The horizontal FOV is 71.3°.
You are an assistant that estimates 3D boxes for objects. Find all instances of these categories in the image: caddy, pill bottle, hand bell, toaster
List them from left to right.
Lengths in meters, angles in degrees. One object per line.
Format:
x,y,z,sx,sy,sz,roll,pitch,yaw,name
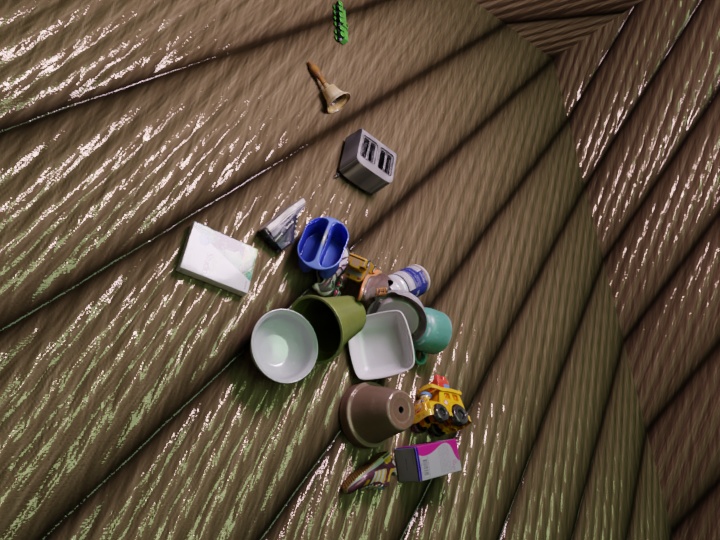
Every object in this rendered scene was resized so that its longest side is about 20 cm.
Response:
-0.117,-0.075,1.552,0.141,0.105,0.200,17,57,-1,caddy
-0.136,-0.693,1.853,0.104,0.104,0.200,-29,81,-44,hand bell
0.023,-0.392,1.831,0.181,0.119,0.200,29,56,-29,toaster
0.145,0.058,1.758,0.200,0.116,0.116,-22,88,-43,pill bottle

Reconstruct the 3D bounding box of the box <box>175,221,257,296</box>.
-0.388,-0.030,1.379,0.200,0.036,0.145,26,58,-33,box

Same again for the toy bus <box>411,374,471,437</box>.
0.256,0.446,1.700,0.200,0.136,0.192,19,48,-32,toy bus

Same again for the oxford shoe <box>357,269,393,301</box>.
0.050,0.052,1.581,0.073,0.071,0.200,24,27,14,oxford shoe

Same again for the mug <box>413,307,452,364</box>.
0.224,0.220,1.734,0.114,0.152,0.185,21,57,-37,mug

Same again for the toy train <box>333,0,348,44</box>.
-0.077,-1.013,2.051,0.056,0.042,0.201,18,61,-46,toy train

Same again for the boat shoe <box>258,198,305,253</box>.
-0.223,-0.137,1.552,0.200,0.075,0.093,-46,112,-34,boat shoe

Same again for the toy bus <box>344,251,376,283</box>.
0.000,0.000,1.604,0.078,0.065,0.200,-66,166,-3,toy bus

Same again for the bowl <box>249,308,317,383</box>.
-0.224,0.213,1.382,0.201,0.090,0.202,13,66,-31,bowl

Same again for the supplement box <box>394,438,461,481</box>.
0.218,0.607,1.610,0.200,0.103,0.101,6,68,-38,supplement box

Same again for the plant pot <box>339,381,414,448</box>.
0.066,0.426,1.500,0.200,0.174,0.201,17,63,-37,plant pot

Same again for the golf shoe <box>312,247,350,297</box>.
-0.089,-0.005,1.608,0.088,0.077,0.200,28,55,-20,golf shoe

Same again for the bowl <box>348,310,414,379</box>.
0.068,0.238,1.591,0.075,0.199,0.201,48,29,-73,bowl

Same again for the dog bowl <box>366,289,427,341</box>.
0.122,0.152,1.653,0.200,0.200,0.059,52,25,-13,dog bowl

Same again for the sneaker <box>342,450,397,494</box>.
0.035,0.611,1.466,0.200,0.075,0.090,-21,82,-43,sneaker

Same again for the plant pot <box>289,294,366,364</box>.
-0.080,0.153,1.490,0.190,0.200,0.200,-16,84,-55,plant pot
